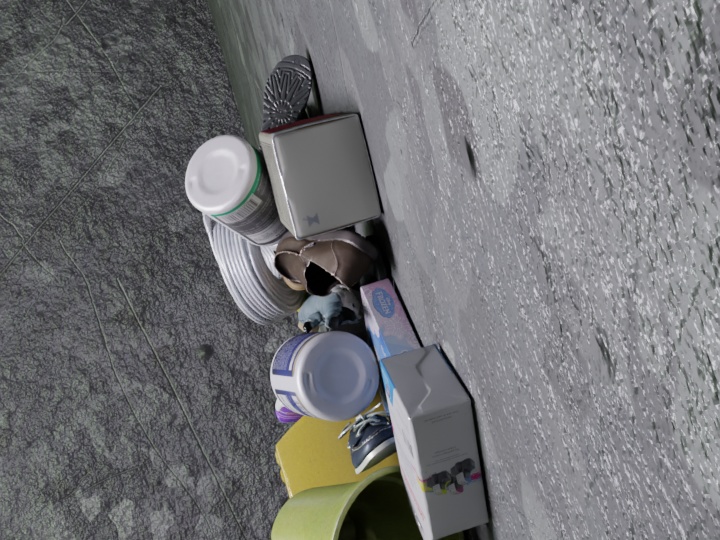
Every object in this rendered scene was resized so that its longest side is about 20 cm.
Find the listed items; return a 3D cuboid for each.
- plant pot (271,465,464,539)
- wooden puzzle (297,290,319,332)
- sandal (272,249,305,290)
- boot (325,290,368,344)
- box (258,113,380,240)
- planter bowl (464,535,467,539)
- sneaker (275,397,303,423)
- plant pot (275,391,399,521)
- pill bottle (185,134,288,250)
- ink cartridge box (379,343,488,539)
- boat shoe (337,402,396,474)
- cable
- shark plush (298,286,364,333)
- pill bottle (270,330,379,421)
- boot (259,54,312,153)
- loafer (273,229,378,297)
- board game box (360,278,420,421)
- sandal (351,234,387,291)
[{"bbox_3d":[-0.008,0.334,1.198,0.183,0.199,0.203,-11,95,52],"label":"plant pot"},{"bbox_3d":[-0.073,0.011,1.632,0.200,0.037,0.187,-159,82,-83],"label":"wooden puzzle"},{"bbox_3d":[-0.114,-0.055,1.542,0.070,0.077,0.214,98,159,-61],"label":"sandal"},{"bbox_3d":[-0.019,0.086,1.490,0.151,0.072,0.202,100,164,-74],"label":"boot"},{"bbox_3d":[-0.055,-0.123,1.246,0.200,0.108,0.129,-140,35,-76],"label":"box"},{"bbox_3d":[0.107,0.421,1.252,0.200,0.083,0.203,165,90,-83],"label":"planter bowl"},{"bbox_3d":[-0.044,0.189,1.495,0.081,0.198,0.084,59,135,38],"label":"sneaker"},{"bbox_3d":[-0.012,0.287,1.418,0.195,0.198,0.197,88,165,-61],"label":"plant pot"},{"bbox_3d":[-0.149,-0.101,1.405,0.200,0.112,0.114,36,-150,-60],"label":"pill bottle"},{"bbox_3d":[0.080,0.196,1.052,0.115,0.067,0.202,-119,16,-61],"label":"ink cartridge box"},{"bbox_3d":[0.015,0.205,1.226,0.062,0.074,0.200,60,179,9],"label":"boat shoe"},{"bbox_3d":[-0.157,-0.017,1.564,0.200,0.069,0.202,13,-122,-68],"label":"cable"},{"bbox_3d":[-0.038,0.063,1.288,0.091,0.083,0.200,61,178,-20],"label":"shark plush"},{"bbox_3d":[-0.057,0.137,1.313,0.200,0.110,0.112,168,86,-71],"label":"pill bottle"},{"bbox_3d":[-0.101,-0.240,1.522,0.200,0.065,0.167,-41,-31,-80],"label":"boot"},{"bbox_3d":[-0.059,-0.007,1.247,0.073,0.071,0.199,38,158,-22],"label":"loafer"},{"bbox_3d":[0.056,0.150,1.232,0.200,0.043,0.201,83,168,-45],"label":"board game box"},{"bbox_3d":[0.000,0.001,1.316,0.200,0.047,0.076,147,106,-81],"label":"sandal"}]
